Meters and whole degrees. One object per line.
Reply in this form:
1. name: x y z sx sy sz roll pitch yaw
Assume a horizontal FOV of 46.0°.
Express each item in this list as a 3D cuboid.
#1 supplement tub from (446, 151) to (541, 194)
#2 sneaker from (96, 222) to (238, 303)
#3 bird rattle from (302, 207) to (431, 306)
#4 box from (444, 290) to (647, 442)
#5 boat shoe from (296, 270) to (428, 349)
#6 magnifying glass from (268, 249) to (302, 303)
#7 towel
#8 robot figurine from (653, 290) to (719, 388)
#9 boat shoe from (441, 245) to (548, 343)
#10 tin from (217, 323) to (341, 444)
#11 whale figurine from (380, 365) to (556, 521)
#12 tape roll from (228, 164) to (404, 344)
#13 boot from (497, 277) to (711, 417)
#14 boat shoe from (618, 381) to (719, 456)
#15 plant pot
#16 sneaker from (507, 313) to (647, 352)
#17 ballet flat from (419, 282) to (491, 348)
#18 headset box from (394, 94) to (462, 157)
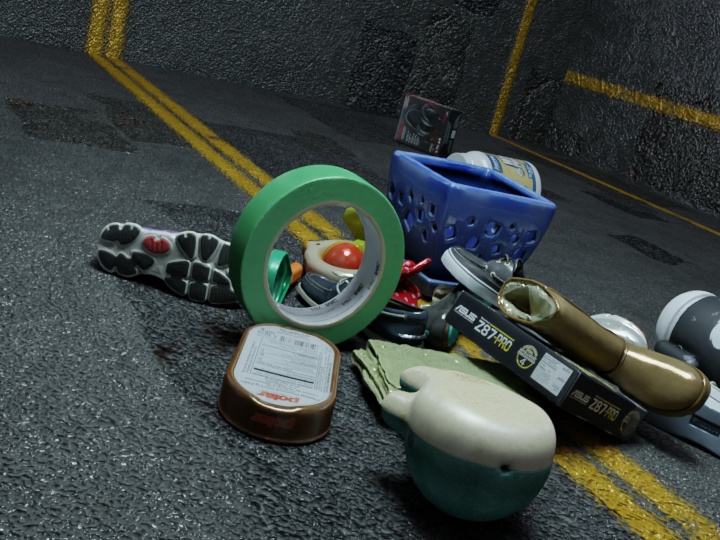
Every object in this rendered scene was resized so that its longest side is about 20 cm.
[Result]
1. supplement tub: 0.283 -0.183 1.872 0.197 0.147 0.145 6 19 -29
2. sneaker: -0.219 -0.020 1.037 0.197 0.082 0.083 17 11 8
3. bird rattle: 0.000 0.000 1.197 0.160 0.114 0.201 -2 35 -16
4. box: 0.210 0.110 0.976 0.160 0.049 0.200 32 3 -40
5. boat shoe: 0.001 0.039 1.067 0.199 0.063 0.074 29 23 38
6. magnifying glass: -0.099 0.010 1.070 0.022 0.081 0.200 13 6 6
7. towel: 0.095 0.128 0.917 0.197 0.037 0.149 10 16 -16
8. robot figurine: 0.509 0.111 1.198 0.149 0.126 0.200 33 6 -33
9. boat shoe: 0.196 0.016 1.109 0.199 0.067 0.069 39 20 29
10. tin: -0.076 0.105 0.838 0.110 0.043 0.200 11 17 -2
11. whale figurine: 0.088 0.148 0.753 0.156 0.106 0.200 11 8 -16
12. tape roll: -0.047 -0.013 0.947 0.197 0.204 0.048 6 20 -29
13. boot: 0.269 0.087 0.950 0.199 0.067 0.174 32 -9 -33
14. boat shoe: 0.411 0.161 1.030 0.200 0.076 0.086 29 22 31
15. plant pot: 0.151 -0.062 1.314 0.197 0.183 0.200 6 19 -27
16. sneaker: 0.289 0.093 1.162 0.198 0.077 0.091 19 23 37
17. ballet flat: 0.120 0.049 1.140 0.067 0.069 0.199 13 14 22
18. headset box: 0.203 -0.456 2.657 0.198 0.151 0.077 27 20 32
